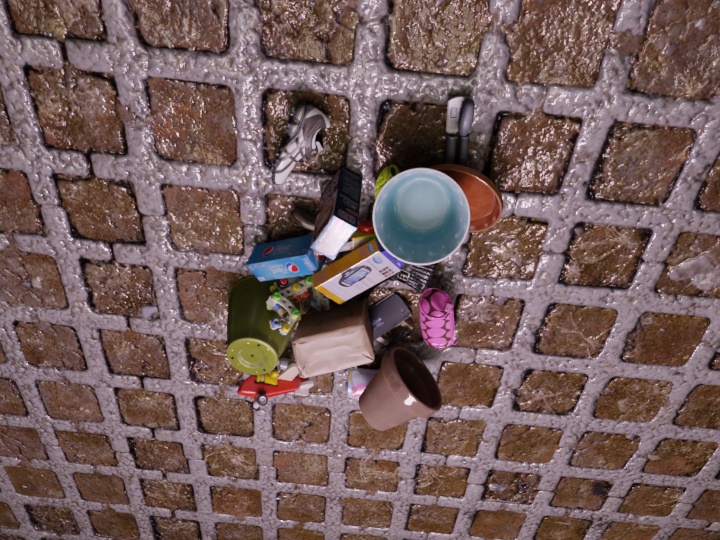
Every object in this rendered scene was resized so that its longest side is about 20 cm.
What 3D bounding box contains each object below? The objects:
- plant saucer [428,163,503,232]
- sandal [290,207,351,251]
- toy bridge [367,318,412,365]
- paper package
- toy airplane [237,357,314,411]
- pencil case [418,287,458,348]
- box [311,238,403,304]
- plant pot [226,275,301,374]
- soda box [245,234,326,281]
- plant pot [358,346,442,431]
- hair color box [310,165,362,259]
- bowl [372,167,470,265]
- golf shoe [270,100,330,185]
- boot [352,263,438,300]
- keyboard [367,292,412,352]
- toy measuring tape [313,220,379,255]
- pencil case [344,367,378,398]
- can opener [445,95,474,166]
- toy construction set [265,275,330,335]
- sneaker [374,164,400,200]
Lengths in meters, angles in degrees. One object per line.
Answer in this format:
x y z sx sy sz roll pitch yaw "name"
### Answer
0.215 -0.160 1.321 0.197 0.033 0.201 19 150 11 "plant saucer"
-0.068 -0.101 1.414 0.198 0.082 0.055 30 103 -11 "sandal"
0.059 0.183 1.647 0.067 0.027 0.200 33 122 -19 "toy bridge"
-0.063 0.168 1.506 0.187 0.200 0.105 -13 103 3 "paper package"
-0.231 0.303 1.710 0.197 0.143 0.199 -24 162 11 "toy airplane"
0.198 0.124 1.520 0.093 0.091 0.201 29 161 25 "pencil case"
0.000 0.000 1.377 0.198 0.042 0.119 -31 148 15 "box"
-0.258 0.152 1.538 0.196 0.194 0.203 2 129 2 "plant pot"
-0.175 -0.028 1.429 0.197 0.068 0.064 -7 135 35 "soda box"
0.090 0.332 1.598 0.174 0.201 0.200 -41 116 19 "plant pot"
-0.049 -0.128 1.297 0.060 0.202 0.100 27 126 -17 "hair color box"
0.128 -0.125 1.257 0.197 0.105 0.204 3 113 7 "bowl"
-0.129 -0.254 1.283 0.093 0.078 0.201 21 128 -13 "golf shoe"
0.082 0.017 1.481 0.156 0.080 0.212 24 126 -15 "boot"
0.057 0.154 1.604 0.199 0.021 0.128 -35 94 24 "keyboard"
-0.021 -0.071 1.365 0.197 0.074 0.074 -10 132 -21 "toy measuring tape"
0.056 0.321 1.723 0.196 0.083 0.093 2 86 3 "pencil case"
0.203 -0.268 1.262 0.052 0.067 0.202 2 134 4 "can opener"
-0.153 0.071 1.494 0.092 0.199 0.132 -43 76 40 "toy construction set"
0.087 -0.141 1.364 0.073 0.084 0.203 -4 112 30 "sneaker"
